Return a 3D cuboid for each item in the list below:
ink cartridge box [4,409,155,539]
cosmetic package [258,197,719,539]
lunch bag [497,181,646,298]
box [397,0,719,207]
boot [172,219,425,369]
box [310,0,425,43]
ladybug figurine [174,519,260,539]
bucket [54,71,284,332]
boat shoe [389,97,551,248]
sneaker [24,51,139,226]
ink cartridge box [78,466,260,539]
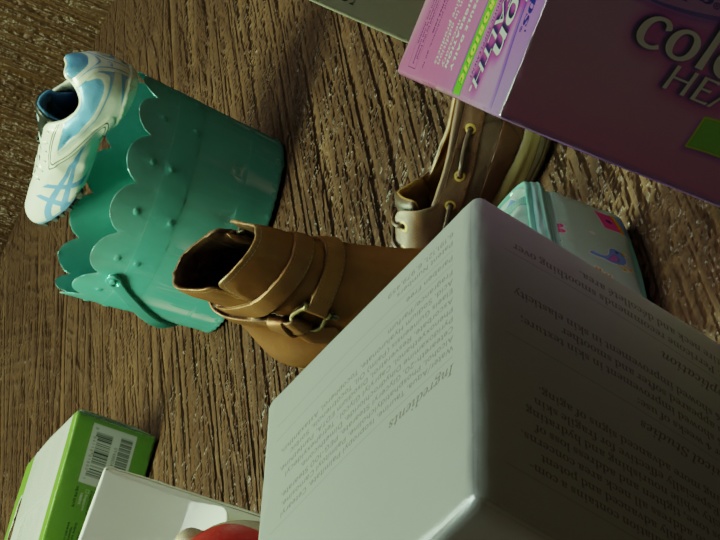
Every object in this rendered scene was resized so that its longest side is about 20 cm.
[{"bbox_3d":[-0.259,0.223,2.512,0.200,0.076,0.148,139,148,-64],"label":"ink cartridge box"},{"bbox_3d":[0.065,0.114,1.263,0.166,0.167,0.200,-45,25,31],"label":"cosmetic package"},{"bbox_3d":[0.076,0.061,1.519,0.161,0.077,0.200,-97,31,-60],"label":"lunch bag"},{"bbox_3d":[0.133,-0.095,1.331,0.200,0.176,0.097,-146,77,-74],"label":"box"},{"bbox_3d":[0.000,0.000,1.672,0.200,0.155,0.077,-22,48,46],"label":"boot"},{"bbox_3d":[0.054,-0.165,1.661,0.068,0.200,0.082,-126,58,-72],"label":"box"},{"bbox_3d":[-0.052,0.225,1.581,0.200,0.072,0.136,51,117,24],"label":"ladybug figurine"},{"bbox_3d":[-0.160,-0.051,2.403,0.207,0.135,0.208,-159,90,-76],"label":"bucket"},{"bbox_3d":[0.049,-0.031,1.761,0.072,0.067,0.200,-99,33,-62],"label":"boat shoe"},{"bbox_3d":[-0.250,-0.115,2.407,0.200,0.072,0.072,123,160,-44],"label":"sneaker"},{"bbox_3d":[-0.132,0.214,1.888,0.200,0.125,0.129,112,176,-77],"label":"ink cartridge box"}]
